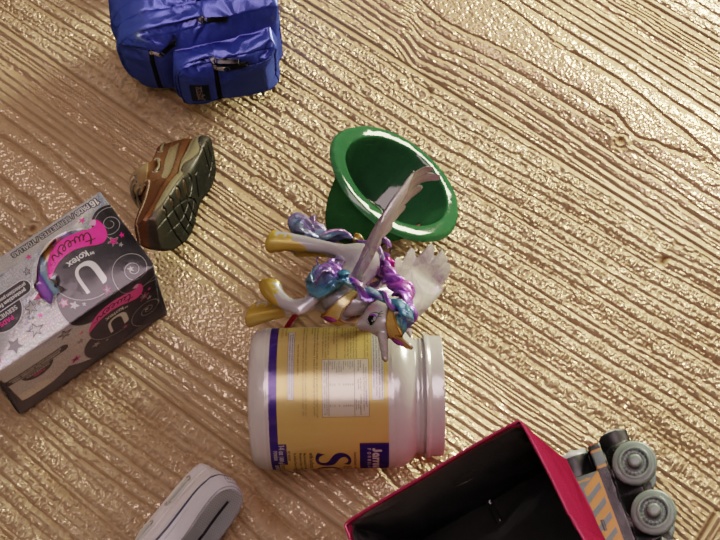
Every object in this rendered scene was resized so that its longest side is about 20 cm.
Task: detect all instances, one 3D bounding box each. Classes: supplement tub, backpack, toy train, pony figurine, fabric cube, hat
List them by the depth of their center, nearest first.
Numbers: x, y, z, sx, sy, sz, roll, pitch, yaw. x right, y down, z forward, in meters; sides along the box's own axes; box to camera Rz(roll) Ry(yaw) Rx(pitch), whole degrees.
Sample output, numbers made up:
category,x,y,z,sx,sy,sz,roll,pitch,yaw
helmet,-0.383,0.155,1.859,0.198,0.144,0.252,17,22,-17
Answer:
category,x,y,z,sx,sy,sz,roll,pitch,yaw
fabric cube,0.134,0.288,1.269,0.195,0.199,0.202,-31,65,8
pony figurine,0.000,0.000,1.371,0.198,0.168,0.194,12,52,30
toy train,0.265,0.264,1.378,0.112,0.085,0.202,-19,66,3
supplement tub,-0.014,0.131,1.402,0.196,0.146,0.148,-1,65,1
hat,-0.011,-0.045,1.552,0.198,0.176,0.167,-7,56,-45
backpack,-0.192,-0.285,1.583,0.197,0.163,0.170,-8,69,-4

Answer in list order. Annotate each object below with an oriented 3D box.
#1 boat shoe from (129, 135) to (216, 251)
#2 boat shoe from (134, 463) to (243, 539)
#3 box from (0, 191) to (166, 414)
category,x,y,z,sx,sy,sz,roll,pitch,yaw
boat shoe,-0.219,-0.086,1.515,0.073,0.077,0.201,3,30,10
boat shoe,-0.199,0.288,1.384,0.200,0.074,0.066,-48,41,-11
box,-0.321,0.037,1.454,0.199,0.133,0.115,-36,71,-16
